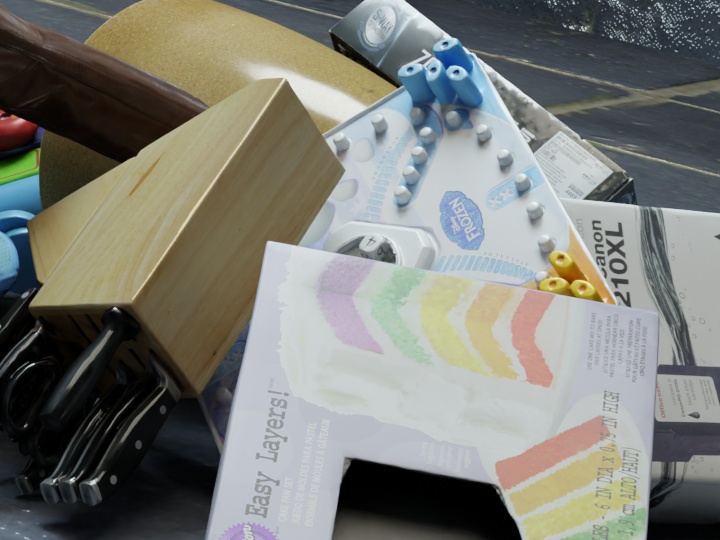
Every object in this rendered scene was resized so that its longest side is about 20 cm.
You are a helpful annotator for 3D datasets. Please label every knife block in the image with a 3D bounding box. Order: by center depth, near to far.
[{"bbox_3d":[-0.091,0.016,1.296,0.200,0.064,0.176,-31,33,4],"label":"knife block"}]

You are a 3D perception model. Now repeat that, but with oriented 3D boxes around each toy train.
[{"bbox_3d":[-0.258,-0.014,1.590,0.199,0.085,0.116,-16,31,3],"label":"toy train"}]

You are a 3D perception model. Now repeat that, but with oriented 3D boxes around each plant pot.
[{"bbox_3d":[-0.041,-0.046,1.512,0.186,0.187,0.200,-1,10,-44],"label":"plant pot"}]

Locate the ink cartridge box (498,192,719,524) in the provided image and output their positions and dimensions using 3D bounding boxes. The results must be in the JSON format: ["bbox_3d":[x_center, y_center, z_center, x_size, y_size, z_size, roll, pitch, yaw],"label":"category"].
[{"bbox_3d":[0.144,0.048,1.410,0.199,0.145,0.084,5,-20,-27],"label":"ink cartridge box"}]

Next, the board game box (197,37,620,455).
[{"bbox_3d":[0.000,0.000,1.348,0.026,0.200,0.200,54,7,-48],"label":"board game box"}]

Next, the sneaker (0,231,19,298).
[{"bbox_3d":[-0.237,-0.031,1.433,0.090,0.079,0.200,-28,-33,23],"label":"sneaker"}]

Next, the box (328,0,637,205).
[{"bbox_3d":[0.075,-0.048,1.559,0.200,0.044,0.160,40,-17,31],"label":"box"}]

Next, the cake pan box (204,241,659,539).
[{"bbox_3d":[0.031,0.088,1.190,0.183,0.052,0.200,10,48,1],"label":"cake pan box"}]

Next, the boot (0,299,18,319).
[{"bbox_3d":[-0.208,-0.009,1.372,0.211,0.158,0.079,-1,17,-42],"label":"boot"}]

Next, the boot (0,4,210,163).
[{"bbox_3d":[-0.184,-0.096,1.422,0.200,0.064,0.186,19,-5,-41],"label":"boot"}]
